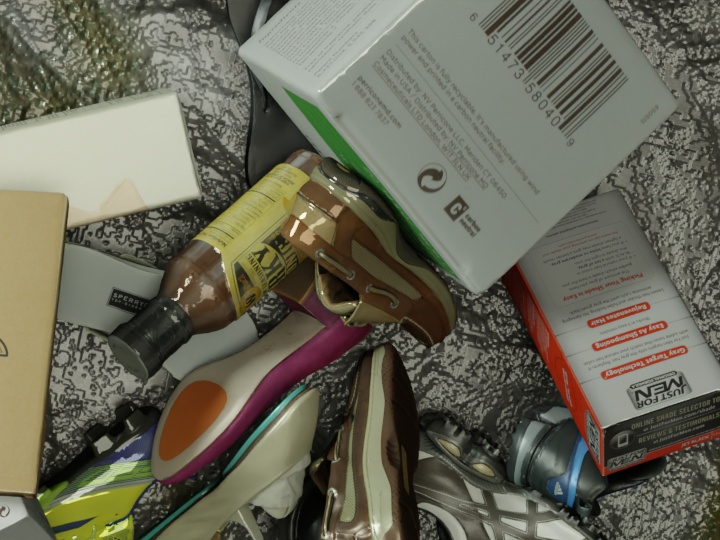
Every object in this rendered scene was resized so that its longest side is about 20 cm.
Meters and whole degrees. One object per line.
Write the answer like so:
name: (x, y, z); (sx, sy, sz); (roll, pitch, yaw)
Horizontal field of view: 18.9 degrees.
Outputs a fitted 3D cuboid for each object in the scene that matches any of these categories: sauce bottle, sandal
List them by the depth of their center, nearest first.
sauce bottle: (-0.091, -0.002, 1.507); (0.200, 0.065, 0.065); (-44, 101, -22)
sandal: (-0.052, -0.147, 1.562); (0.076, 0.043, 0.201); (-7, 96, -10)

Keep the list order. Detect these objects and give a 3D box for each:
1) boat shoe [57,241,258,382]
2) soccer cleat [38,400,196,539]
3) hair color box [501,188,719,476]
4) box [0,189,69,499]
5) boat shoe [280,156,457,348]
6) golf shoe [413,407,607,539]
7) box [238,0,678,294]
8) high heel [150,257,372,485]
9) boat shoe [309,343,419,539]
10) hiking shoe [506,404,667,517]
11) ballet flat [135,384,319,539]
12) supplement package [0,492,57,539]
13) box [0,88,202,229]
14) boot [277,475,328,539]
boat shoe: (-0.160, 0.023, 1.542); (0.200, 0.064, 0.071); (28, 89, -35)
soccer cleat: (-0.206, 0.179, 1.553); (0.200, 0.065, 0.084); (-39, 106, -5)
hair color box: (0.179, 0.041, 1.549); (0.101, 0.200, 0.061); (-17, 139, -8)
box: (-0.278, 0.042, 1.389); (0.163, 0.021, 0.201); (4, 73, 0)
boat shoe: (0.000, 0.000, 1.515); (0.074, 0.076, 0.200); (-48, 139, -8)
golf shoe: (0.108, 0.192, 1.611); (0.200, 0.078, 0.095); (36, 91, -1)
box: (0.065, -0.134, 1.500); (0.200, 0.171, 0.199); (-43, 116, -4)
high heel: (-0.068, 0.085, 1.557); (0.200, 0.067, 0.096); (-56, 138, -14)
boat shoe: (-0.002, 0.131, 1.535); (0.075, 0.203, 0.075); (-14, 127, 12)
hiking shoe: (0.197, 0.120, 1.582); (0.200, 0.087, 0.075); (-31, 140, -34)
ballet flat: (-0.081, 0.162, 1.545); (0.069, 0.070, 0.200); (41, 116, -11)
supplement package: (-0.334, 0.131, 1.450); (0.191, 0.147, 0.200); (-25, 74, -7)
box: (-0.218, -0.068, 1.514); (0.199, 0.095, 0.078); (-14, 98, -8)
boot: (0.043, 0.237, 1.554); (0.079, 0.158, 0.212); (-40, 112, -45)
